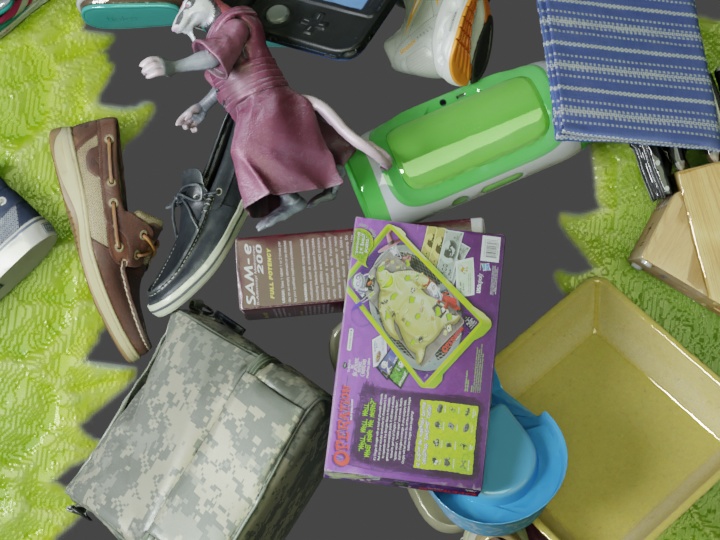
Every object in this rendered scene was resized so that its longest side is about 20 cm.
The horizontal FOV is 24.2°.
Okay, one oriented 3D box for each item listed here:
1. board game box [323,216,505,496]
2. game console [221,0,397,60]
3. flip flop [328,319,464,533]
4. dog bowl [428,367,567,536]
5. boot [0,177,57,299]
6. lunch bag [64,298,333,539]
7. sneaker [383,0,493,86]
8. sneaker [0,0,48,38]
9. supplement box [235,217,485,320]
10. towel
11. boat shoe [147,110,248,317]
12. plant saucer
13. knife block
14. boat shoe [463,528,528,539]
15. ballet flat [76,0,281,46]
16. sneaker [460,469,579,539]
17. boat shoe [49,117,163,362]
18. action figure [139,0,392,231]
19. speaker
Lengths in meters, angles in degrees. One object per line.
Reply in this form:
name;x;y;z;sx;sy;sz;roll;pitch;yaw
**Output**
board game box;0.042;0.063;1.266;0.119;0.032;0.202;9;71;-4
game console;-0.041;-0.288;1.327;0.169;0.119;0.201;18;60;26
flip flop;0.042;0.122;1.379;0.081;0.058;0.201;-26;81;-2
dog bowl;0.078;0.121;1.306;0.111;0.050;0.200;-30;59;-15
boot;-0.349;0.007;1.377;0.200;0.073;0.090;-44;83;-11
lunch bag;-0.124;0.143;1.339;0.167;0.139;0.201;30;84;16
sneaker;0.071;-0.251;1.393;0.091;0.076;0.202;7;70;31
sneaker;-0.278;-0.262;1.356;0.200;0.121;0.084;-45;90;-3
supplement box;0.000;0.000;1.361;0.198;0.109;0.062;-5;84;-2
towel;0.212;-0.186;1.369;0.143;0.024;0.202;3;61;-14
boat shoe;-0.125;-0.054;1.369;0.062;0.074;0.201;34;76;-19
plant saucer;0.190;0.131;1.348;0.199;0.049;0.200;-38;63;-18
knife block;0.308;-0.060;1.394;0.199;0.064;0.177;31;88;0
boat shoe;0.117;0.291;1.311;0.073;0.066;0.202;-14;91;4
ballet flat;-0.135;-0.231;1.393;0.198;0.069;0.070;5;88;-1
sneaker;0.117;0.232;1.374;0.089;0.075;0.202;26;86;-6
boat shoe;-0.196;-0.028;1.378;0.071;0.072;0.202;-16;85;-4
action figure;-0.078;-0.139;1.278;0.148;0.134;0.202;-23;92;2
speaker;0.088;-0.103;1.380;0.198;0.088;0.089;-23;89;-2
